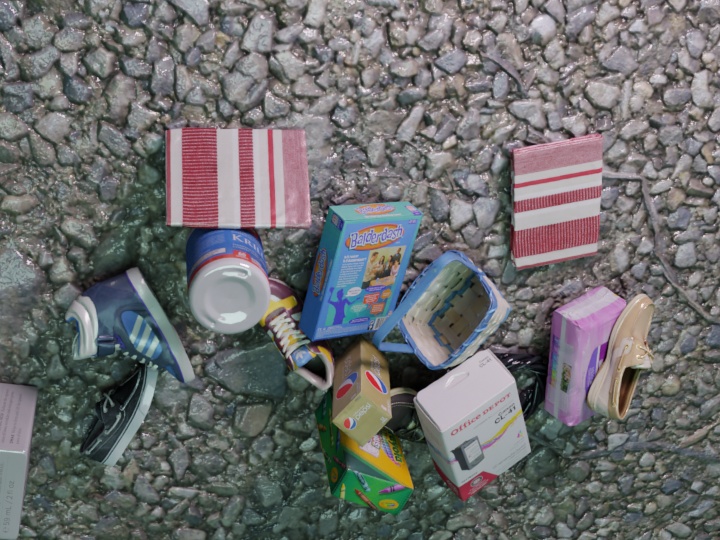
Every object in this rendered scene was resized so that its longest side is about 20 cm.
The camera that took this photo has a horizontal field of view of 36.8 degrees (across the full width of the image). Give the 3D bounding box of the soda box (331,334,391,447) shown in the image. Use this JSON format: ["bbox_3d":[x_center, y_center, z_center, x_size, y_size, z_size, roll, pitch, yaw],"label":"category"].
[{"bbox_3d":[0.002,0.177,1.635,0.064,0.201,0.068,40,106,-14],"label":"soda box"}]

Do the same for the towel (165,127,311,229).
[{"bbox_3d":[-0.168,-0.125,1.483,0.196,0.147,0.023,0,161,-11],"label":"towel"}]

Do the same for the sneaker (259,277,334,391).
[{"bbox_3d":[-0.101,0.095,1.634,0.075,0.091,0.200,-36,120,10],"label":"sneaker"}]

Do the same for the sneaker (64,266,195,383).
[{"bbox_3d":[-0.345,0.107,1.584,0.145,0.081,0.202,-29,114,-9],"label":"sneaker"}]

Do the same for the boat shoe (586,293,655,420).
[{"bbox_3d":[0.425,0.139,1.700,0.073,0.069,0.203,8,105,-46],"label":"boat shoe"}]

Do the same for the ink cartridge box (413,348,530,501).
[{"bbox_3d":[0.177,0.243,1.688,0.146,0.086,0.202,-32,138,-12],"label":"ink cartridge box"}]

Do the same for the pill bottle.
[{"bbox_3d":[-0.186,-0.011,1.494,0.110,0.201,0.114,-5,121,-9],"label":"pill bottle"}]

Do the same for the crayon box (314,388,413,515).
[{"bbox_3d":[0.003,0.281,1.695,0.117,0.201,0.059,21,114,-22],"label":"crayon box"}]

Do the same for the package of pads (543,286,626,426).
[{"bbox_3d":[0.362,0.137,1.745,0.119,0.075,0.203,-21,125,-30],"label":"package of pads"}]

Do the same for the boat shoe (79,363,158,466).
[{"bbox_3d":[-0.373,0.214,1.660,0.067,0.072,0.201,22,119,-23],"label":"boat shoe"}]

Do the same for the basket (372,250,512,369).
[{"bbox_3d":[0.120,0.061,1.616,0.177,0.140,0.199,-47,153,15],"label":"basket"}]

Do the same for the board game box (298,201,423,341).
[{"bbox_3d":[0.000,0.000,1.597,0.150,0.045,0.203,-6,123,-38],"label":"board game box"}]

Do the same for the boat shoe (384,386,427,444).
[{"bbox_3d":[0.085,0.237,1.721,0.072,0.066,0.200,-47,148,11],"label":"boat shoe"}]

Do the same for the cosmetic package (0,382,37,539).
[{"bbox_3d":[-0.587,0.271,1.587,0.196,0.166,0.167,7,116,-15],"label":"cosmetic package"}]

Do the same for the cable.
[{"bbox_3d":[0.230,0.207,1.789,0.196,0.051,0.166,-12,120,-6],"label":"cable"}]

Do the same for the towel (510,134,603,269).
[{"bbox_3d":[0.296,-0.103,1.640,0.141,0.023,0.203,-10,122,-8],"label":"towel"}]
